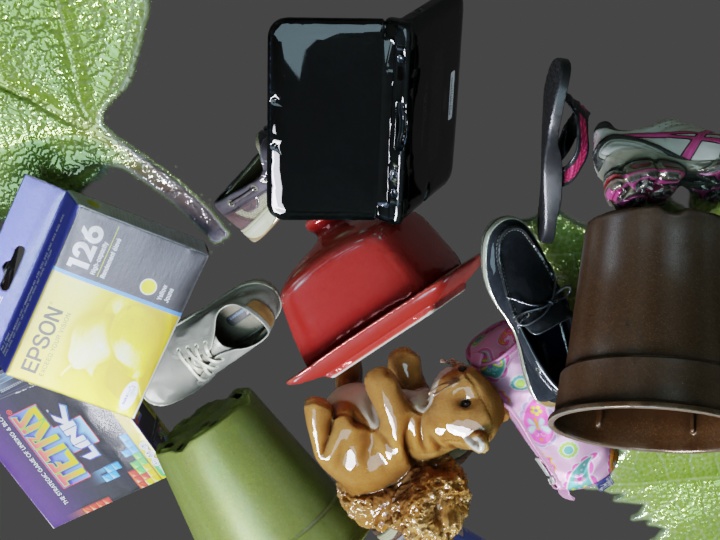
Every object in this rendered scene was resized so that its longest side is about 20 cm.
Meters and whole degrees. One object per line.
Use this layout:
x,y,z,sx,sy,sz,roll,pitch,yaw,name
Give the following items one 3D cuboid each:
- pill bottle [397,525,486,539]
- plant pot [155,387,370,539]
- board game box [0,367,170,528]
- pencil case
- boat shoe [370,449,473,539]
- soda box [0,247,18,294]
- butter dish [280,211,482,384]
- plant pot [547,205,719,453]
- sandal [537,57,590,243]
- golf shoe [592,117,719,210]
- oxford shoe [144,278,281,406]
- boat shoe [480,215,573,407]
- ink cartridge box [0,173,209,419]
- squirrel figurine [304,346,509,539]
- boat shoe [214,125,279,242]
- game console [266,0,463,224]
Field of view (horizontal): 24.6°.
0.127,0.354,1.823,0.199,0.112,0.112,30,117,-11,pill bottle
-0.119,0.235,1.753,0.199,0.200,0.191,-29,101,19,plant pot
-0.318,0.165,1.793,0.165,0.057,0.201,-26,113,17,board game box
0.190,0.142,1.716,0.087,0.088,0.200,-27,112,19,pencil case
0.062,0.202,1.777,0.075,0.075,0.203,37,110,1,boat shoe
-0.458,-0.017,1.702,0.199,0.063,0.071,17,119,-3,soda box
0.000,0.000,1.621,0.199,0.200,0.148,-35,88,21,butter dish
0.280,0.055,1.556,0.199,0.200,0.200,4,164,1,plant pot
0.196,-0.116,1.584,0.045,0.075,0.201,1,126,4,sandal
0.316,-0.113,1.568,0.199,0.093,0.073,-3,148,-18,golf shoe
-0.163,0.082,1.732,0.200,0.058,0.075,-37,112,24,oxford shoe
0.175,0.040,1.622,0.074,0.062,0.201,-23,100,-24,boat shoe
-0.282,0.029,1.675,0.199,0.047,0.199,20,105,-22,ink cartridge box
0.061,0.178,1.677,0.185,0.141,0.201,-7,100,18,squirrel figurine
-0.074,-0.113,1.610,0.065,0.072,0.200,29,123,-16,boat shoe
0.006,-0.156,1.548,0.116,0.176,0.201,17,123,24,game console
